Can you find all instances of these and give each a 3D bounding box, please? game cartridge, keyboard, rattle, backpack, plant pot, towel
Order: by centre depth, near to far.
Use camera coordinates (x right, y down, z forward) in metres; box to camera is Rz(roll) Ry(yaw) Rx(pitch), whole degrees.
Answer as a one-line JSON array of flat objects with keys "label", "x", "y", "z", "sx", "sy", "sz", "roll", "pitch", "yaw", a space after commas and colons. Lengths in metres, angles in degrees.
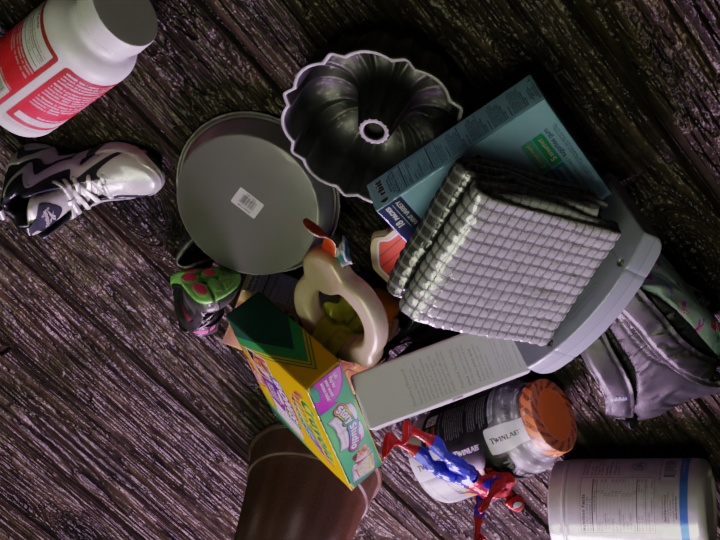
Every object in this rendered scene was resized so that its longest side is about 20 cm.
[{"label": "towel", "x": 0.143, "y": -0.021, "z": 1.309, "sx": 0.199, "sy": 0.086, "sz": 0.166, "roll": 10, "pitch": 123, "yaw": -34}, {"label": "game cartridge", "x": 0.232, "y": 0.009, "z": 1.388, "sx": 0.041, "sy": 0.133, "sz": 0.200, "roll": 23, "pitch": 119, "yaw": -29}, {"label": "backpack", "x": 0.312, "y": 0.063, "z": 1.458, "sx": 0.167, "sy": 0.127, "sz": 0.200, "roll": -32, "pitch": 120, "yaw": 24}, {"label": "rattle", "x": 0.000, "y": 0.000, "z": 1.489, "sx": 0.130, "sy": 0.143, "sz": 0.201, "roll": 29, "pitch": 138, "yaw": 48}, {"label": "keyboard", "x": 0.082, "y": 0.083, "z": 1.582, "sx": 0.127, "sy": 0.021, "sz": 0.200, "roll": 12, "pitch": 136, "yaw": -42}, {"label": "plant pot", "x": -0.089, "y": 0.351, "z": 1.827, "sx": 0.199, "sy": 0.199, "sz": 0.201, "roll": 10, "pitch": 135, "yaw": 10}]

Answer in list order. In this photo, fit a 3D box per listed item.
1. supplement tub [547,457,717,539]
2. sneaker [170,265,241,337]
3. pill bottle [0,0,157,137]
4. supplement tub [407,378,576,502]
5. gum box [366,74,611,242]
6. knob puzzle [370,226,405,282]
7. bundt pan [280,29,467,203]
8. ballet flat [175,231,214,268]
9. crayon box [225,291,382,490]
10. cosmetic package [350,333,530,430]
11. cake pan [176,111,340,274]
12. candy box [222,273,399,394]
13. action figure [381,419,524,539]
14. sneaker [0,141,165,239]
[{"label": "supplement tub", "x": 0.354, "y": 0.309, "z": 1.688, "sx": 0.199, "sy": 0.132, "sz": 0.132, "roll": -4, "pitch": 132, "yaw": 23}, {"label": "sneaker", "x": -0.184, "y": 0.038, "z": 1.570, "sx": 0.076, "sy": 0.084, "sz": 0.200, "roll": -7, "pitch": -178, "yaw": -12}, {"label": "pill bottle", "x": -0.310, "y": -0.230, "z": 1.381, "sx": 0.200, "sy": 0.112, "sz": 0.112, "roll": -26, "pitch": 122, "yaw": 36}, {"label": "supplement tub", "x": 0.168, "y": 0.214, "z": 1.660, "sx": 0.200, "sy": 0.123, "sz": 0.123, "roll": -28, "pitch": 120, "yaw": 38}, {"label": "gum box", "x": 0.134, "y": -0.083, "z": 1.337, "sx": 0.200, "sy": 0.045, "sz": 0.170, "roll": -33, "pitch": 135, "yaw": 13}, {"label": "knob puzzle", "x": 0.100, "y": -0.006, "z": 1.484, "sx": 0.219, "sy": 0.031, "sz": 0.220, "roll": 1, "pitch": 153, "yaw": 0}, {"label": "bundt pan", "x": 0.022, "y": -0.167, "z": 1.359, "sx": 0.201, "sy": 0.076, "sz": 0.202, "roll": 10, "pitch": 136, "yaw": 10}, {"label": "ballet flat", "x": -0.135, "y": -0.041, "z": 1.551, "sx": 0.200, "sy": 0.057, "sz": 0.067, "roll": -19, "pitch": 122, "yaw": 32}, {"label": "crayon box", "x": -0.066, "y": 0.145, "z": 1.563, "sx": 0.172, "sy": 0.058, "sz": 0.200, "roll": 39, "pitch": 159, "yaw": 42}, {"label": "cosmetic package", "x": 0.093, "y": 0.123, "z": 1.535, "sx": 0.199, "sy": 0.074, "sz": 0.102, "roll": -22, "pitch": 172, "yaw": 2}, {"label": "cake pan", "x": -0.123, "y": -0.081, "z": 1.482, "sx": 0.199, "sy": 0.037, "sz": 0.201, "roll": 7, "pitch": 117, "yaw": 14}, {"label": "candy box", "x": -0.064, "y": 0.076, "z": 1.647, "sx": 0.199, "sy": 0.055, "sz": 0.116, "roll": 21, "pitch": 137, "yaw": -4}, {"label": "action figure", "x": 0.118, "y": 0.266, "z": 1.565, "sx": 0.200, "sy": 0.099, "sz": 0.065, "roll": 27, "pitch": 139, "yaw": -23}, {"label": "sneaker", "x": -0.336, "y": -0.085, "z": 1.521, "sx": 0.198, "sy": 0.130, "sz": 0.080, "roll": 8, "pitch": 137, "yaw": 10}]
